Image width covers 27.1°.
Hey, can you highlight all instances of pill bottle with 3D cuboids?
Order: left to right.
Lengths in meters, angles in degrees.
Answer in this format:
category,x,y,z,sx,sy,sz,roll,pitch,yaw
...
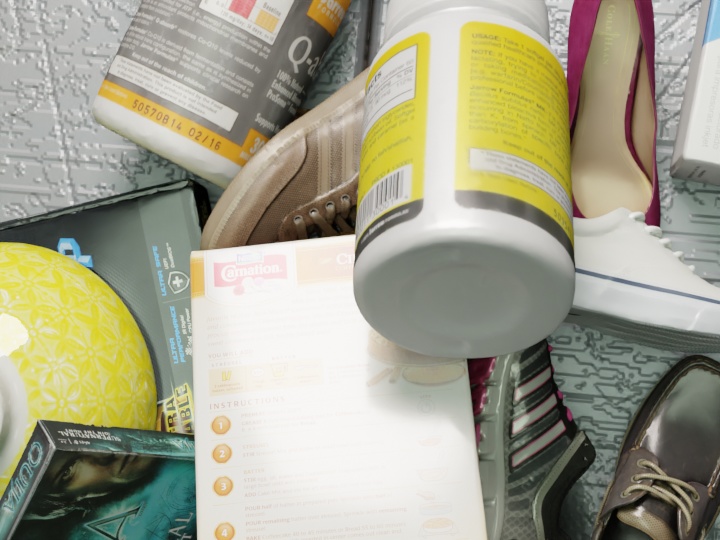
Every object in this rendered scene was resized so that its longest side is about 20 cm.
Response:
category,x,y,z,sx,sy,sz,roll,pitch,yaw
pill bottle,-0.073,-0.157,0.916,0.116,0.116,0.201,27,91,7
pill bottle,0.056,-0.064,0.802,0.113,0.115,0.201,-1,54,7

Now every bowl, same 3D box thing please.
category,x,y,z,sx,sy,sz,roll,pitch,yaw
bowl,-0.228,0.081,0.880,0.198,0.108,0.202,0,88,7

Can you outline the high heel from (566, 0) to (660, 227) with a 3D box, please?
category,x,y,z,sx,sy,sz,roll,pitch,yaw
high heel,0.148,-0.078,0.895,0.067,0.096,0.202,-5,86,6

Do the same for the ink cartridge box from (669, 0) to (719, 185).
category,x,y,z,sx,sy,sz,roll,pitch,yaw
ink cartridge box,0.298,-0.113,0.886,0.198,0.084,0.146,11,89,7

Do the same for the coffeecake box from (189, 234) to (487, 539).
category,x,y,z,sx,sy,sz,roll,pitch,yaw
coffeecake box,-0.013,0.085,0.836,0.152,0.073,0.202,-6,65,2

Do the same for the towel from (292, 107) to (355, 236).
category,x,y,z,sx,sy,sz,roll,pitch,yaw
towel,0.000,0.000,0.924,0.145,0.022,0.202,9,72,7

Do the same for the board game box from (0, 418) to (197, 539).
category,x,y,z,sx,sy,sz,roll,pitch,yaw
board game box,-0.167,0.180,0.879,0.028,0.135,0.201,47,116,42

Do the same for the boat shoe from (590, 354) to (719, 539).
category,x,y,z,sx,sy,sz,roll,pitch,yaw
boat shoe,0.179,0.148,0.891,0.074,0.073,0.201,21,90,7

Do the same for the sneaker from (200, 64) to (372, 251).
category,x,y,z,sx,sy,sz,roll,pitch,yaw
sneaker,-0.006,-0.058,0.895,0.200,0.071,0.076,-43,70,-11

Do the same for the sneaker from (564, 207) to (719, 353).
category,x,y,z,sx,sy,sz,roll,pitch,yaw
sneaker,0.159,0.000,0.869,0.199,0.073,0.071,14,77,-16

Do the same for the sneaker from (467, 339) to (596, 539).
category,x,y,z,sx,sy,sz,roll,pitch,yaw
sneaker,0.100,0.089,0.906,0.087,0.074,0.202,16,71,-21

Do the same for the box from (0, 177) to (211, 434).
category,x,y,z,sx,sy,sz,roll,pitch,yaw
box,-0.157,0.057,0.949,0.158,0.046,0.202,-12,86,6
